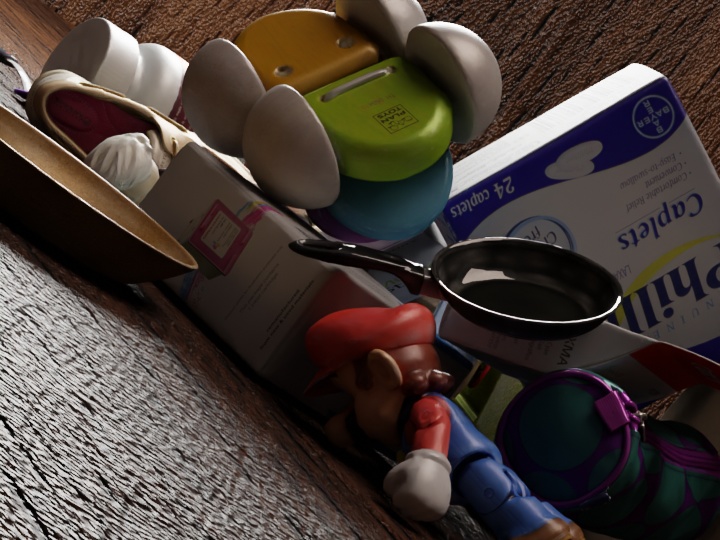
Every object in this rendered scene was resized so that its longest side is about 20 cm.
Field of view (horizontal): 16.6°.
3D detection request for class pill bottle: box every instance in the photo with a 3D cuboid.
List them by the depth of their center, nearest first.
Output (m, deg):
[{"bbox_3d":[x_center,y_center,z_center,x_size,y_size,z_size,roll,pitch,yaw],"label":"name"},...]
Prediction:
[{"bbox_3d":[-0.158,-0.114,1.993,0.200,0.110,0.110,35,4,-34],"label":"pill bottle"}]

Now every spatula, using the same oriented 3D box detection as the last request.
[{"bbox_3d":[-0.290,-0.165,2.085,0.056,0.021,0.200,32,6,-45],"label":"spatula"}]

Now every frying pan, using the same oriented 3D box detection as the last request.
[{"bbox_3d":[0.063,0.013,1.441,0.190,0.031,0.115,-4,27,-24],"label":"frying pan"}]

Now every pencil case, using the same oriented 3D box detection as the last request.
[{"bbox_3d":[0.159,0.119,1.515,0.200,0.092,0.085,26,47,-62],"label":"pencil case"}]

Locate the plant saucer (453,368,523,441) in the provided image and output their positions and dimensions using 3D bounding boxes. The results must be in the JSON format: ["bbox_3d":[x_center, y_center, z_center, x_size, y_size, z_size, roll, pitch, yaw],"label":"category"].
[{"bbox_3d":[0.126,0.056,1.905,0.048,0.200,0.200,26,5,-11],"label":"plant saucer"}]

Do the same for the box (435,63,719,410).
[{"bbox_3d":[0.169,-0.012,1.720,0.200,0.184,0.105,61,-3,-12],"label":"box"}]

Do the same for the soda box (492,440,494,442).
[{"bbox_3d":[0.117,0.142,1.702,0.068,0.064,0.200,38,4,4],"label":"soda box"}]

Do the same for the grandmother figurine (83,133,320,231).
[{"bbox_3d":[-0.118,-0.045,1.821,0.200,0.121,0.061,26,52,-34],"label":"grandmother figurine"}]

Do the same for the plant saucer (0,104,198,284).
[{"bbox_3d":[-0.184,-0.048,1.435,0.200,0.035,0.200,37,3,-2],"label":"plant saucer"}]

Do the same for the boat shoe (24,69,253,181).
[{"bbox_3d":[-0.164,-0.085,1.875,0.200,0.074,0.069,27,3,-10],"label":"boat shoe"}]

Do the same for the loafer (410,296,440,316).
[{"bbox_3d":[0.066,0.046,2.034,0.200,0.071,0.073,48,26,-39],"label":"loafer"}]

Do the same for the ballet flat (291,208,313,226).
[{"bbox_3d":[-0.043,-0.005,1.969,0.200,0.068,0.067,71,21,-47],"label":"ballet flat"}]

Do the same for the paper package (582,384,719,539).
[{"bbox_3d":[0.254,0.169,1.670,0.103,0.191,0.200,40,4,-17],"label":"paper package"}]

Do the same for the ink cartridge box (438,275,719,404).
[{"bbox_3d":[0.163,0.067,1.543,0.200,0.047,0.160,21,-4,21],"label":"ink cartridge box"}]

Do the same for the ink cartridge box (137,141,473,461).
[{"bbox_3d":[-0.044,0.017,1.570,0.144,0.085,0.200,36,5,-41],"label":"ink cartridge box"}]

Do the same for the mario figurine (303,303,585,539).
[{"bbox_3d":[0.032,0.108,1.418,0.200,0.106,0.124,49,-29,19],"label":"mario figurine"}]

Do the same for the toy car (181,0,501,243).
[{"bbox_3d":[-0.009,-0.091,1.637,0.200,0.175,0.150,39,-33,48],"label":"toy car"}]

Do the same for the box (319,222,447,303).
[{"bbox_3d":[0.000,0.000,1.813,0.036,0.144,0.200,69,12,14],"label":"box"}]

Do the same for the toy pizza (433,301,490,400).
[{"bbox_3d":[0.096,0.027,1.894,0.032,0.200,0.200,28,5,-9],"label":"toy pizza"}]
